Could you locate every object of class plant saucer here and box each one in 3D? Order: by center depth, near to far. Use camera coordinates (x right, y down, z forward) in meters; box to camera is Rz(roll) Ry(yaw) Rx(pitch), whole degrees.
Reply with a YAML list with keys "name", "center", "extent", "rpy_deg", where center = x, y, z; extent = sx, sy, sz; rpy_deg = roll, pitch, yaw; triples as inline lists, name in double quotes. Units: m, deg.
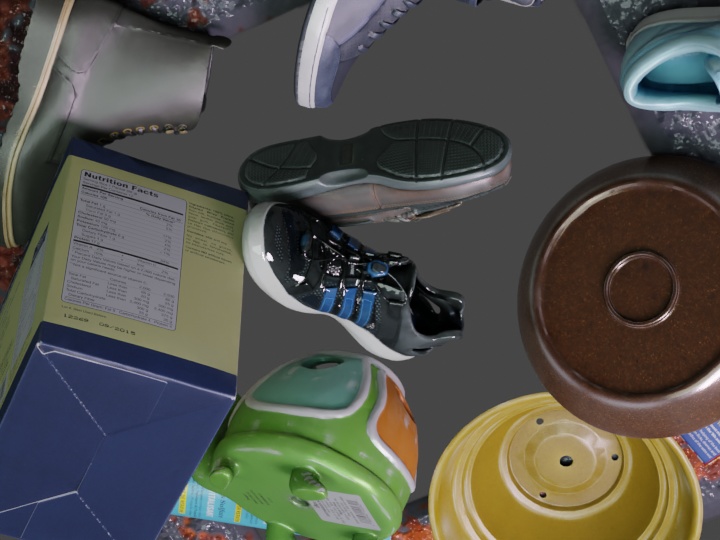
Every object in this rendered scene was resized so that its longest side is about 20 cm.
- name: "plant saucer"
  center: [0.197, 0.015, 1.259]
  extent: [0.200, 0.034, 0.201]
  rpy_deg: [-6, 77, 25]

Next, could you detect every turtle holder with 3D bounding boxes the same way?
- name: "turtle holder"
  center: [-0.038, 0.134, 1.355]
  extent: [0.141, 0.132, 0.185]
  rpy_deg: [38, 148, -24]

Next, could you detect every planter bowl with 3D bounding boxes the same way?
- name: "planter bowl"
  center: [0.154, 0.160, 1.367]
  extent: [0.200, 0.084, 0.201]
  rpy_deg: [3, 115, 6]

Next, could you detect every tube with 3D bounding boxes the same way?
- name: "tube"
  center: [-0.071, 0.174, 1.427]
  extent: [0.199, 0.050, 0.078]
  rpy_deg: [7, 120, -2]

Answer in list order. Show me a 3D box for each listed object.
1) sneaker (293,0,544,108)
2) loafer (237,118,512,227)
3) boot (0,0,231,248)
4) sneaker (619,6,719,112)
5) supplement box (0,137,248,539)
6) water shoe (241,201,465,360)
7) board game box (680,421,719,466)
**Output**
- name: "sneaker"
  center: [0.044, -0.180, 1.230]
  extent: [0.146, 0.077, 0.203]
  rpy_deg: [23, 114, -1]
- name: "loafer"
  center: [0.015, -0.062, 1.302]
  extent: [0.199, 0.072, 0.063]
  rpy_deg: [-4, 134, 16]
- name: "boot"
  center: [-0.182, -0.094, 1.302]
  extent: [0.138, 0.078, 0.200]
  rpy_deg: [15, 117, -5]
- name: "sneaker"
  center: [0.265, -0.135, 1.194]
  extent: [0.200, 0.082, 0.074]
  rpy_deg: [-9, 126, 30]
- name: "supplement box"
  center: [-0.176, 0.057, 1.262]
  extent: [0.134, 0.200, 0.200]
  rpy_deg: [18, 132, -16]
- name: "water shoe"
  center: [0.000, 0.000, 1.285]
  extent: [0.079, 0.072, 0.200]
  rpy_deg: [-15, 149, 35]
- name: "board game box"
  center: [0.282, 0.027, 1.311]
  extent: [0.200, 0.046, 0.152]
  rpy_deg: [-37, 105, 20]
